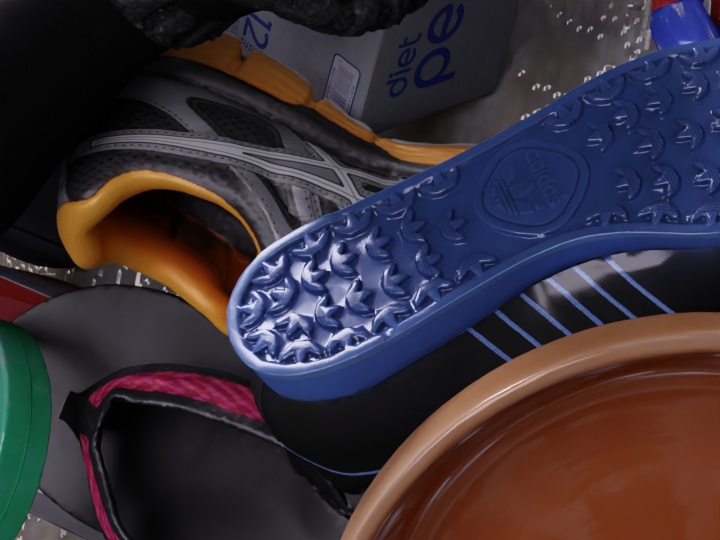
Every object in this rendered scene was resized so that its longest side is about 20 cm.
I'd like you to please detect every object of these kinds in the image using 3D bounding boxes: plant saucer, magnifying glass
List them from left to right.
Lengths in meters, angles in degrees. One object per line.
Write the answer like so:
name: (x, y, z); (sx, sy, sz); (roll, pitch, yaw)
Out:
magnifying glass: (-0.151, 0.045, 0.948); (0.200, 0.022, 0.080); (14, 88, 59)
plant saucer: (0.087, 0.102, 0.811); (0.200, 0.200, 0.032); (-44, 19, 16)

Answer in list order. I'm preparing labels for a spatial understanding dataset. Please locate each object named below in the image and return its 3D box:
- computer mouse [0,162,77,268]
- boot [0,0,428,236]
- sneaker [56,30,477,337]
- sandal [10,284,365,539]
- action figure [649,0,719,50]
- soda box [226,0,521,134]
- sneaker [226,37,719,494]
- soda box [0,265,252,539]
computer mouse: (-0.172, -0.041, 1.041); (0.200, 0.046, 0.141); (34, 97, 30)
boot: (-0.056, -0.074, 0.817); (0.157, 0.079, 0.212); (22, 79, 42)
sneaker: (0.000, 0.000, 0.884); (0.199, 0.077, 0.079); (22, 135, 8)
sandal: (-0.041, 0.065, 0.874); (0.200, 0.045, 0.075); (35, 100, 29)
action figure: (0.137, -0.026, 0.850); (0.099, 0.065, 0.202); (-15, 74, 36)
soda box: (0.023, -0.140, 0.884); (0.063, 0.068, 0.201); (40, 132, 29)
sneaker: (0.064, 0.000, 0.815); (0.199, 0.078, 0.070); (-20, 51, 6)
soda box: (-0.052, 0.059, 0.945); (0.199, 0.063, 0.070); (22, 93, 30)
